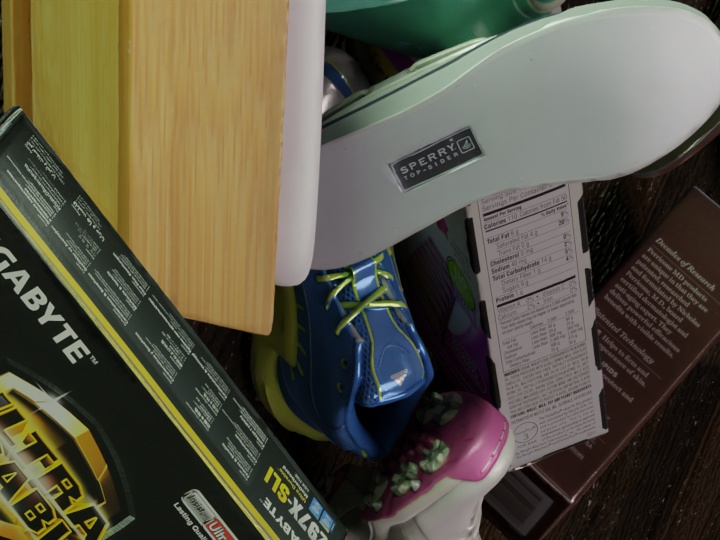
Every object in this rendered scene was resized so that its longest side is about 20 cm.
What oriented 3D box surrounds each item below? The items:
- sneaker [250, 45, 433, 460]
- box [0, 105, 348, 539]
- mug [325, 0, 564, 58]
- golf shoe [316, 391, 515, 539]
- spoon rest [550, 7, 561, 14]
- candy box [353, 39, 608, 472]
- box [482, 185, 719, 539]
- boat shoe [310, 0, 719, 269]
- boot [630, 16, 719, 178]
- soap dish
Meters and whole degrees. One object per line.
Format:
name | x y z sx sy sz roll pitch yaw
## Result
sneaker | 0.000 0.000 0.966 0.075 0.105 0.202 -22 129 -30
box | -0.125 0.064 0.749 0.201 0.159 0.049 54 29 -15
mug | 0.032 -0.152 0.875 0.186 0.114 0.152 -63 155 -17
golf shoe | 0.035 0.123 1.029 0.200 0.091 0.076 -42 -162 55
spoon rest | 0.118 -0.180 1.057 0.200 0.060 0.100 -51 146 -38
candy box | 0.057 -0.023 0.994 0.060 0.137 0.201 -20 131 -11
box | 0.142 0.055 1.179 0.200 0.075 0.100 -43 170 -24
boat shoe | 0.051 -0.061 0.845 0.199 0.066 0.072 -26 113 10
boot | 0.228 -0.070 1.253 0.187 0.064 0.201 -47 146 -18
soap dish | -0.079 -0.094 0.782 0.081 0.157 0.202 -12 123 -27
